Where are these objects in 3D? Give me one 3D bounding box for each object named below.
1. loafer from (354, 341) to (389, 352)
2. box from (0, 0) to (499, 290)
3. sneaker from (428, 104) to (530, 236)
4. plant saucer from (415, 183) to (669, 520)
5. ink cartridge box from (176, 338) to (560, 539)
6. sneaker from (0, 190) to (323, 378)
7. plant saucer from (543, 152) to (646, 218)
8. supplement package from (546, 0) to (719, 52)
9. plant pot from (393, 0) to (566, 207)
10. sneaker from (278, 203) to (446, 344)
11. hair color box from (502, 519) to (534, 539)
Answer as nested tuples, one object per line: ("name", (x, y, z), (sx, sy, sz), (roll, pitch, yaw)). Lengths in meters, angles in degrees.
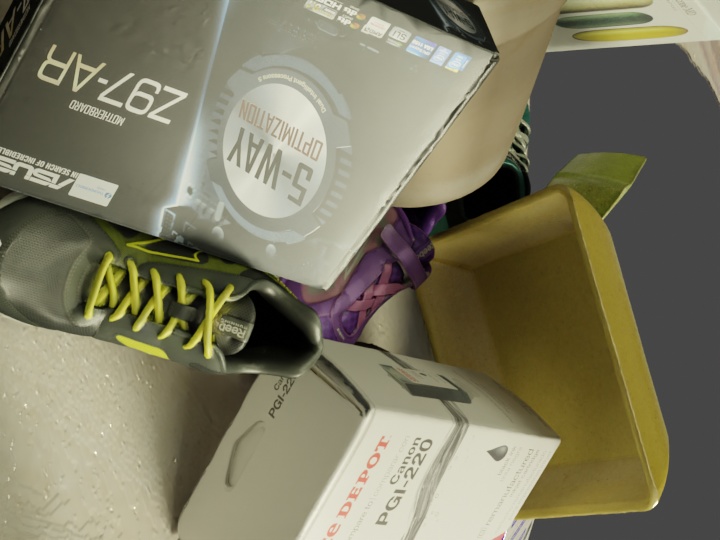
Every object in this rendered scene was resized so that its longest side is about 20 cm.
("loafer", (0.025, 0.117, 1.022), (0.200, 0.073, 0.071), (79, -12, -47))
("box", (-0.062, -0.085, 0.674), (0.200, 0.160, 0.044), (19, 35, -29))
("sneaker", (0.105, -0.078, 1.153), (0.071, 0.080, 0.200), (35, 53, -18))
("plant saucer", (0.120, 0.056, 0.956), (0.048, 0.200, 0.200), (-14, 86, -29))
("ink cartridge box", (0.009, 0.128, 0.882), (0.200, 0.085, 0.146), (16, 108, -48))
("sneaker", (-0.096, 0.007, 0.724), (0.200, 0.085, 0.075), (13, 97, -44))
("plant saucer", (0.138, -0.017, 1.159), (0.200, 0.048, 0.200), (-52, 175, 17))
("supplement package", (0.191, -0.274, 1.209), (0.152, 0.200, 0.151), (18, 74, -62))
("plant pot", (0.026, -0.137, 0.822), (0.174, 0.200, 0.200), (84, 23, -47))
("sneaker", (0.000, 0.000, 0.960), (0.200, 0.088, 0.081), (-66, 146, -37))
("hair color box", (0.106, 0.151, 1.124), (0.109, 0.065, 0.200), (-43, 148, -55))
